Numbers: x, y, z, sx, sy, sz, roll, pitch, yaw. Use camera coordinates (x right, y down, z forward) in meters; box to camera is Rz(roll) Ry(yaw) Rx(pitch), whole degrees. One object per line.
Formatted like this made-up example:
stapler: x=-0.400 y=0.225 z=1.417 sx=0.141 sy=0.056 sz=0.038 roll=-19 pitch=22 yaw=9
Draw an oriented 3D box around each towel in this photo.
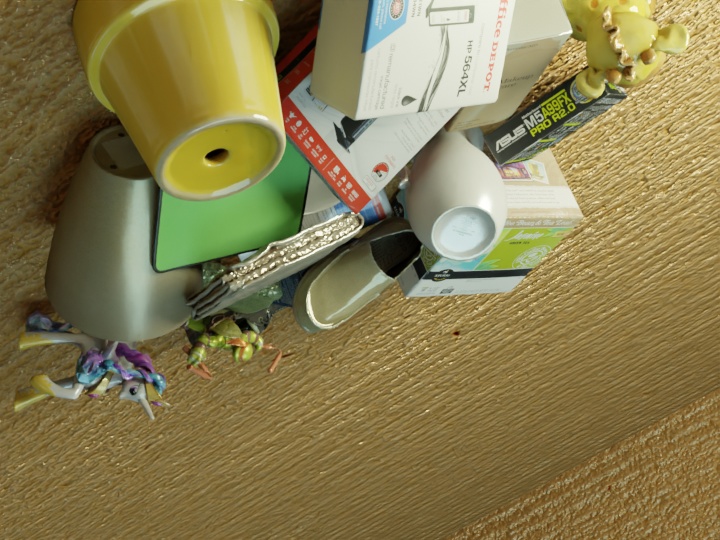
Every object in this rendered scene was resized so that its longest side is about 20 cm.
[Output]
towel: x=-0.100 y=-0.007 z=1.366 sx=0.199 sy=0.035 sz=0.132 roll=-26 pitch=177 yaw=-36
towel: x=-0.187 y=0.019 z=1.560 sx=0.146 sy=0.037 sz=0.200 roll=14 pitch=169 yaw=-14

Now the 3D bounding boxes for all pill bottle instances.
pill bottle: x=-0.069 y=-0.082 z=1.494 sx=0.198 sy=0.113 sz=0.112 roll=-23 pitch=154 yaw=3

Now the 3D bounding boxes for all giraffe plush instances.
giraffe plush: x=0.292 y=-0.278 z=1.347 sx=0.198 sy=0.164 sz=0.173 roll=1 pitch=146 yaw=-40

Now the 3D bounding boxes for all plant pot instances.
plant pot: x=-0.262 y=-0.057 z=1.342 sx=0.185 sy=0.188 sz=0.201 roll=-10 pitch=139 yaw=-22
plant pot: x=-0.161 y=-0.180 z=1.151 sx=0.198 sy=0.191 sz=0.201 roll=-17 pitch=154 yaw=-9

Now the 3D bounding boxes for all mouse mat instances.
mouse mat: x=-0.137 y=-0.082 z=1.312 sx=0.198 sy=0.008 sz=0.163 roll=-16 pitch=132 yaw=-36

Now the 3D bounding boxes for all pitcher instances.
pitcher: x=0.087 y=-0.110 z=1.436 sx=0.169 sy=0.201 sz=0.122 roll=13 pitch=126 yaw=-16

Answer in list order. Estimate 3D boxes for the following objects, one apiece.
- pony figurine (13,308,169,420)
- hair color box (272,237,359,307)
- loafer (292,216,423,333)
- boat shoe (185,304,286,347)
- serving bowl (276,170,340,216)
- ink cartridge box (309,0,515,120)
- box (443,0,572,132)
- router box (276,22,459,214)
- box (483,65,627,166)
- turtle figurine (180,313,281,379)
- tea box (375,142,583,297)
pony figurine: x=-0.346 y=0.105 z=1.577 sx=0.197 sy=0.195 sz=0.167 roll=4 pitch=146 yaw=-8
hair color box: x=-0.068 y=0.001 z=1.572 sx=0.099 sy=0.061 sz=0.199 roll=-26 pitch=-167 yaw=-22
loafer: x=0.000 y=0.000 z=1.455 sx=0.200 sy=0.076 sz=0.068 roll=-42 pitch=-166 yaw=-20
boat shoe: x=-0.161 y=0.065 z=1.747 sx=0.198 sy=0.067 sz=0.072 roll=-18 pitch=154 yaw=-8
serving bowl: x=-0.062 y=-0.163 z=1.368 sx=0.198 sy=0.066 sz=0.202 roll=-21 pitch=134 yaw=-23
ink cartridge box: x=0.057 y=-0.242 z=1.207 sx=0.198 sy=0.084 sz=0.148 roll=-13 pitch=123 yaw=-37
box: x=0.154 y=-0.245 z=1.362 sx=0.094 sy=0.079 sz=0.200 roll=-14 pitch=163 yaw=-18
router box: x=0.000 y=-0.187 z=1.304 sx=0.180 sy=0.049 sz=0.200 roll=-46 pitch=139 yaw=-2
box: x=0.252 y=-0.197 z=1.520 sx=0.159 sy=0.045 sz=0.200 roll=-33 pitch=176 yaw=21
turtle figurine: x=-0.205 y=0.084 z=1.627 sx=0.199 sy=0.160 sz=0.065 roll=-9 pitch=123 yaw=-56
tea box: x=0.163 y=-0.071 z=1.669 sx=0.198 sy=0.135 sz=0.197 roll=-3 pitch=147 yaw=-34
